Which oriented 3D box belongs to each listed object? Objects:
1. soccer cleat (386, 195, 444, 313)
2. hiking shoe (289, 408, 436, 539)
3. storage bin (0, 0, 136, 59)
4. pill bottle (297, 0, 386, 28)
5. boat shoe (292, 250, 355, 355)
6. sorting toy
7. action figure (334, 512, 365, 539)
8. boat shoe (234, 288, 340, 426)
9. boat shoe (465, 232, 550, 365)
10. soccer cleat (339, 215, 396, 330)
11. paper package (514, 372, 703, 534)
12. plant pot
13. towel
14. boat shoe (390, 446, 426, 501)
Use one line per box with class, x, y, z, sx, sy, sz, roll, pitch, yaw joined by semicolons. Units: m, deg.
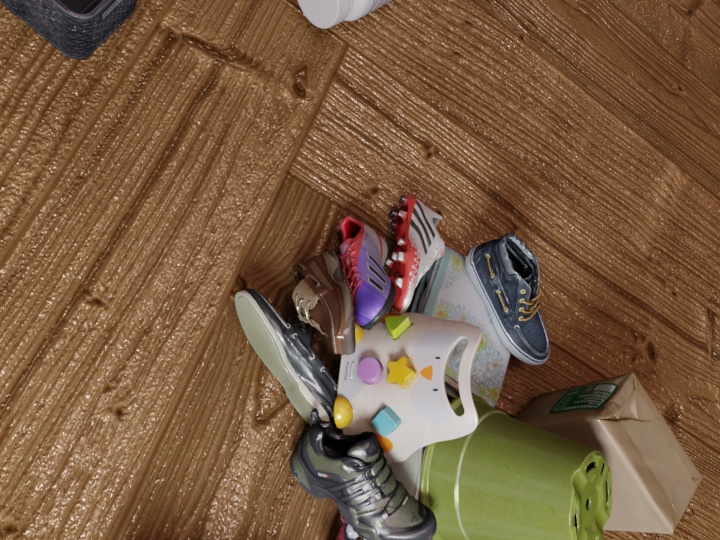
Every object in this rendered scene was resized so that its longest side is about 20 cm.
soccer cleat;0.080;-0.022;0.945;0.083;0.069;0.204;21;46;-15
hiking shoe;0.008;0.248;0.792;0.196;0.103;0.076;28;33;10
storage bin;-0.380;-0.382;0.815;0.199;0.093;0.137;39;61;-13
pill bottle;0.000;-0.454;1.022;0.199;0.113;0.115;-39;94;-30
boat shoe;-0.049;0.044;0.834;0.070;0.201;0.078;-9;115;-8
sorting toy;0.068;0.134;0.839;0.106;0.176;0.206;36;55;-53
action figure;-0.009;0.391;0.801;0.132;0.148;0.204;24;45;-40
boat shoe;-0.083;0.100;0.843;0.066;0.074;0.202;-37;94;-32
boat shoe;0.231;0.045;0.962;0.070;0.090;0.203;-36;96;-31
soccer cleat;0.000;0.000;0.869;0.073;0.068;0.202;42;22;-23
paper package;0.336;0.261;0.944;0.103;0.199;0.193;-37;92;-30
plant pot;0.205;0.271;0.840;0.197;0.186;0.207;0;91;-48
towel;0.150;0.086;0.986;0.169;0.048;0.204;33;63;-19
boat shoe;0.074;0.245;0.885;0.061;0.072;0.206;22;68;-38
